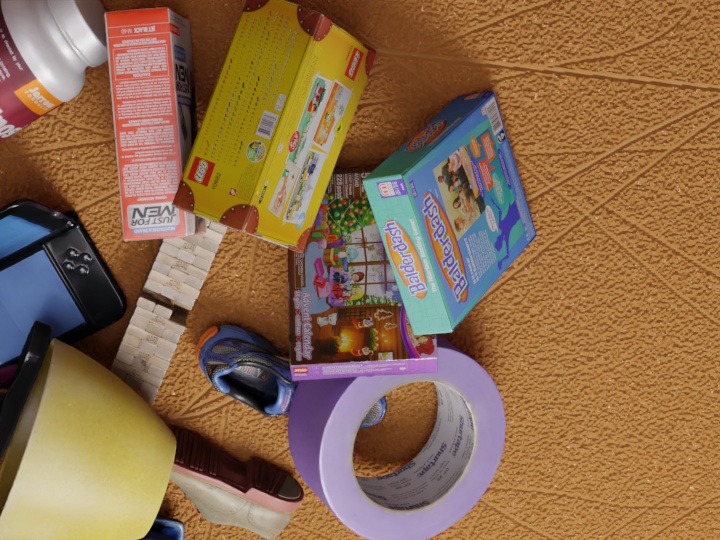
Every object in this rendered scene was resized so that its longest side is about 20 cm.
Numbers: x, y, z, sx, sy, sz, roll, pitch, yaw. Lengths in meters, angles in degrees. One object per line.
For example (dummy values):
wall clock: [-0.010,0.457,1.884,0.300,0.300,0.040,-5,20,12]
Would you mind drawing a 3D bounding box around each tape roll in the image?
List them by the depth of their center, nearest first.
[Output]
tape roll: [0.035,0.155,1.637,0.198,0.085,0.202,-7,109,-22]

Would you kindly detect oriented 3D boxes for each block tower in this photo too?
block tower: [-0.188,0.026,1.649,0.054,0.058,0.202,23,107,-7]

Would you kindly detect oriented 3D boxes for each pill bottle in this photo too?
pill bottle: [-0.325,-0.186,1.543,0.199,0.113,0.114,-29,107,11]

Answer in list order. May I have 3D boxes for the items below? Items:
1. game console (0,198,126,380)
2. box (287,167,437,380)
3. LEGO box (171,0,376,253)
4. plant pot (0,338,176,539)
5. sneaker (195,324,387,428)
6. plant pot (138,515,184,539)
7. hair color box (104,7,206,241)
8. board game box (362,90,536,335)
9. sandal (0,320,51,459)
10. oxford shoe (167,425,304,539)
game console: [-0.351,0.029,1.618,0.198,0.119,0.173,-26,107,10]
box: [0.000,0.000,1.577,0.135,0.202,0.039,-3,155,1]
LEGO box: [-0.073,-0.129,1.506,0.077,0.149,0.202,21,91,20]
plant pot: [-0.256,0.182,1.598,0.141,0.200,0.202,19,109,-14]
sneaker: [-0.068,0.119,1.665,0.198,0.079,0.076,15,111,-11]
plant pot: [-0.274,0.342,1.697,0.198,0.180,0.202,9,109,-3]
hair color box: [-0.184,-0.130,1.535,0.063,0.111,0.203,-3,93,4]
board game box: [0.086,-0.055,1.542,0.045,0.200,0.154,-6,112,33]
sandal: [-0.355,0.125,1.662,0.048,0.076,0.201,20,122,-15]
oxford shoe: [-0.160,0.218,1.711,0.198,0.071,0.075,24,115,-6]
